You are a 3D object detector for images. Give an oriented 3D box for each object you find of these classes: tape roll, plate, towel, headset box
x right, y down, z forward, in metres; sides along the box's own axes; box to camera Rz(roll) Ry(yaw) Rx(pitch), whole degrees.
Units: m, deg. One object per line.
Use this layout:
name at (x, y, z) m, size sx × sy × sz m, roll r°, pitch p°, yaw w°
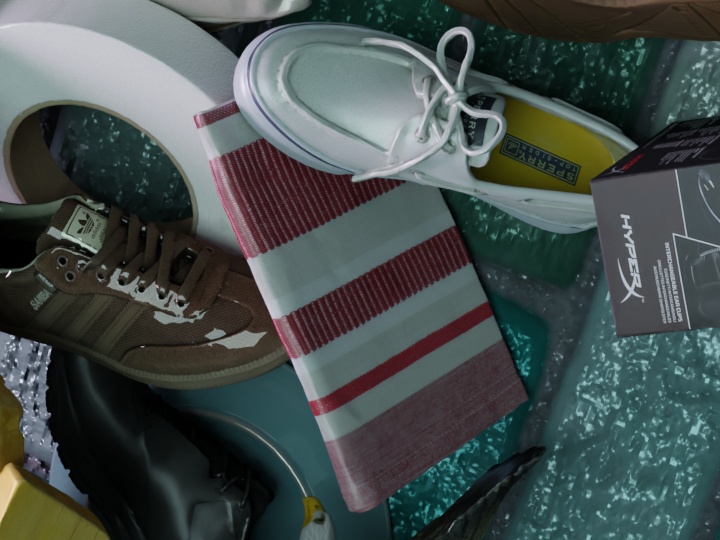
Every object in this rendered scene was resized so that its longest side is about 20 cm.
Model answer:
tape roll at (-0.122, -0.051, 1.304) m, size 0.202 × 0.037 × 0.203 m, roll 15°, pitch 135°, yaw 15°
plate at (-0.080, 0.136, 1.388) m, size 0.200 × 0.026 × 0.201 m, roll 5°, pitch 105°, yaw 19°
towel at (0.000, 0.000, 1.259) m, size 0.023 × 0.144 × 0.201 m, roll -19°, pitch 96°, yaw 40°
headset box at (0.220, -0.032, 1.162) m, size 0.199 × 0.149 × 0.077 m, roll -6°, pitch 101°, yaw 22°

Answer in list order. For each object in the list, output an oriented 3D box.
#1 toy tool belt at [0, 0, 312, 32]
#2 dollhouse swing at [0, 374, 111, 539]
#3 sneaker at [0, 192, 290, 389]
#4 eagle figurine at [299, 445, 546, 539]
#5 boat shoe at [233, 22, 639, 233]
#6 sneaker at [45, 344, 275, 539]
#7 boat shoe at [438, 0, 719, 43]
toy tool belt at (-0.099, -0.183, 1.282) m, size 0.199 × 0.123 × 0.125 m, roll 2°, pitch 137°, yaw 27°
dollhouse swing at (-0.164, 0.115, 1.301) m, size 0.200 × 0.175 × 0.182 m, roll 50°, pitch 120°, yaw 45°
sneaker at (-0.120, 0.004, 1.270) m, size 0.199 × 0.071 × 0.076 m, roll 7°, pitch 144°, yaw 25°
eagle figurine at (0.000, 0.167, 1.268) m, size 0.199 × 0.152 × 0.151 m, roll -4°, pitch 81°, yaw -1°
boat shoe at (0.044, -0.067, 1.207) m, size 0.201 × 0.086 × 0.075 m, roll 21°, pitch 77°, yaw -17°
sneaker at (-0.095, 0.106, 1.343) m, size 0.091 × 0.076 × 0.200 m, roll -19°, pitch 103°, yaw 15°
boat shoe at (0.118, -0.152, 1.225) m, size 0.199 × 0.072 × 0.072 m, roll 5°, pitch 75°, yaw 31°
